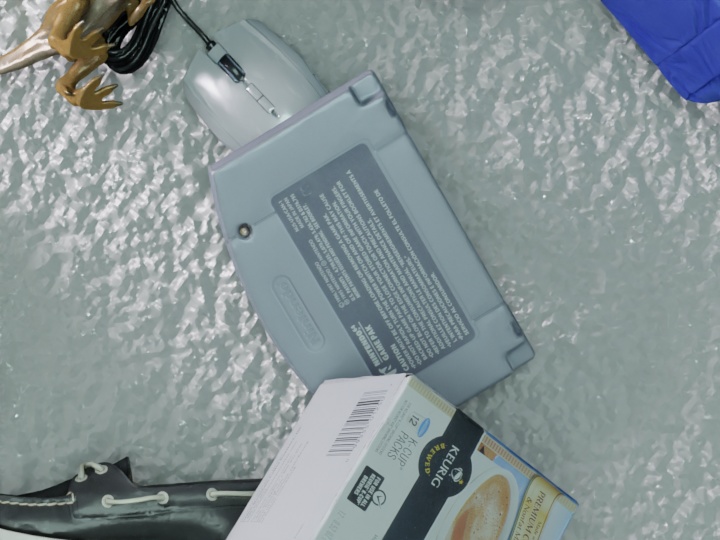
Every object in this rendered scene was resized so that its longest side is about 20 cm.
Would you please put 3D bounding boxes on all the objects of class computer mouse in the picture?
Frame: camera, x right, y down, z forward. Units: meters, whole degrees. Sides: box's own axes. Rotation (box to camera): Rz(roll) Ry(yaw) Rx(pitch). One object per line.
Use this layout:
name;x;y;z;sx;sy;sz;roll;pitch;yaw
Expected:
computer mouse;-0.066;-0.113;1.322;0.200;0.044;0.110;45;90;4

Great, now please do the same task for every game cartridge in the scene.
game cartridge;0.000;0.000;1.298;0.132;0.041;0.201;-31;102;-2

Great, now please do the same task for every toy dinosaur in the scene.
toy dinosaur;-0.176;-0.141;1.310;0.199;0.107;0.060;-34;129;12

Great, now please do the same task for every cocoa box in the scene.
cocoa box;0.001;0.177;1.218;0.131;0.133;0.201;37;72;-16

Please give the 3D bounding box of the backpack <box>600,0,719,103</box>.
backpack;0.259;-0.189;1.254;0.200;0.162;0.168;-42;96;-11

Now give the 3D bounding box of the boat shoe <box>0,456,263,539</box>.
boat shoe;-0.140;0.141;1.304;0.198;0.074;0.061;6;89;0
